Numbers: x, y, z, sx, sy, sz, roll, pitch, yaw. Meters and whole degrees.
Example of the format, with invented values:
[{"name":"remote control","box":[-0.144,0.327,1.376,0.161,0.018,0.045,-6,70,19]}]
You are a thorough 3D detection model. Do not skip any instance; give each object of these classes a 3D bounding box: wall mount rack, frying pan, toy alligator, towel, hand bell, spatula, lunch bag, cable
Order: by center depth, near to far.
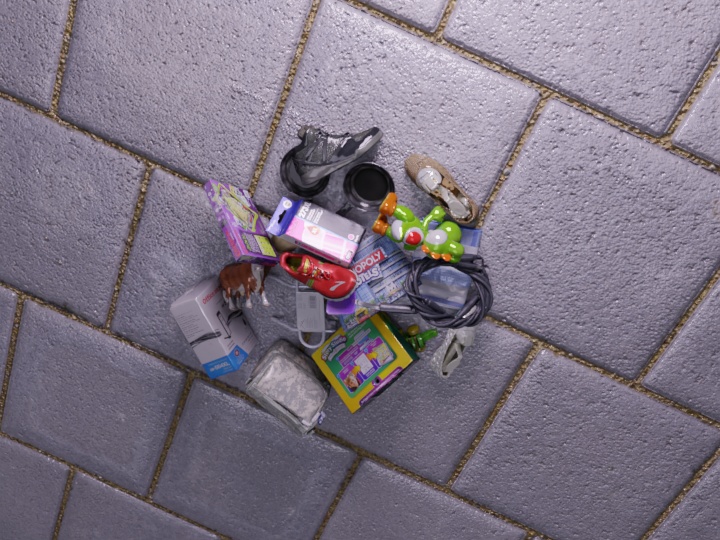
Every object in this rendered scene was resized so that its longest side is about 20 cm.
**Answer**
[{"name":"spatula","box":[0.027,0.075,1.332,0.198,0.021,0.057,6,69,-2]},{"name":"cable","box":[0.186,0.045,1.341,0.198,0.051,0.165,-2,87,-13]},{"name":"frying pan","box":[0.005,-0.151,1.357,0.114,0.031,0.191,26,122,-1]},{"name":"frying pan","box":[-0.104,-0.184,1.366,0.114,0.031,0.191,-24,103,13]},{"name":"towel","box":[0.182,-0.012,1.392,0.146,0.024,0.201,12,113,5]},{"name":"hand bell","box":[-0.202,-0.036,1.434,0.104,0.104,0.200,39,125,-6]},{"name":"wall mount rack","box":[-0.141,0.080,1.468,0.172,0.075,0.201,2,112,6]},{"name":"toy alligator","box":[0.086,0.177,1.468,0.199,0.054,0.060,-14,108,16]},{"name":"lunch bag","box":[-0.175,0.292,1.503,0.200,0.168,0.139,40,114,-7]}]

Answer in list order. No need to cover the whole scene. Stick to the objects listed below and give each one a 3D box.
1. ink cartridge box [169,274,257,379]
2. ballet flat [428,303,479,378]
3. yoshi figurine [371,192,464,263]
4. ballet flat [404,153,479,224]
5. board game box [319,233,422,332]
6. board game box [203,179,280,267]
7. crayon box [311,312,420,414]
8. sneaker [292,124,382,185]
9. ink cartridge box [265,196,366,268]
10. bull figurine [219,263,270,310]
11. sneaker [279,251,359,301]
[{"name":"ink cartridge box","box":[-0.347,0.131,1.483,0.084,0.146,0.201,-19,108,19]},{"name":"ballet flat","box":[0.228,0.170,1.431,0.071,0.072,0.201,26,116,0]},{"name":"yoshi figurine","box":[0.133,-0.087,1.320,0.199,0.112,0.112,28,82,5]},{"name":"ballet flat","box":[0.173,-0.171,1.306,0.200,0.065,0.071,38,111,-5]},{"name":"board game box","box":[0.000,0.000,1.384,0.199,0.062,0.201,-34,83,14]},{"name":"board game box","box":[-0.256,-0.101,1.338,0.032,0.120,0.201,-36,66,20]},{"name":"crayon box","box":[0.009,0.202,1.446,0.200,0.058,0.173,-44,70,17]},{"name":"sneaker","box":[-0.056,-0.270,1.294,0.198,0.076,0.115,-25,106,8]},{"name":"ink cartridge box","box":[-0.096,-0.088,1.335,0.199,0.095,0.037,24,157,2]},{"name":"bull figurine","box":[-0.262,0.026,1.428,0.199,0.065,0.122,-9,87,52]},{"name":"sneaker","box":[-0.096,0.008,1.323,0.199,0.085,0.077,16,78,33]}]
